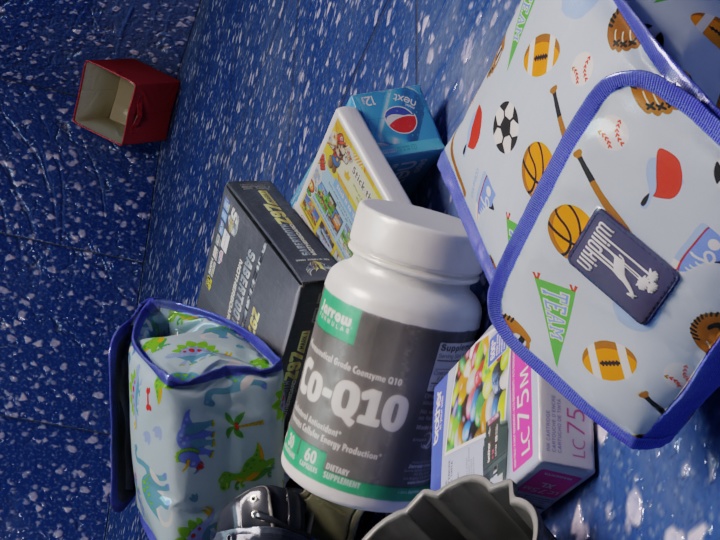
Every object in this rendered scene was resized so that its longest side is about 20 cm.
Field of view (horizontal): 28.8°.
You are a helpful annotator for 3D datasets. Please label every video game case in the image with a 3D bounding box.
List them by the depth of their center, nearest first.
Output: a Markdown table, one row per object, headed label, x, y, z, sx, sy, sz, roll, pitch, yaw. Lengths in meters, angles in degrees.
| label | x | y | z | sx | sy | sz | roll | pitch | yaw |
| --- | --- | --- | --- | --- | --- | --- | --- | --- | --- |
| video game case | 0.000 | 0.000 | 1.144 | 0.200 | 0.023 | 0.182 | 62 | 144 | 31 |

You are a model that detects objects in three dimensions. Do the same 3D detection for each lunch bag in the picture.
| label | x | y | z | sx | sy | sz | roll | pitch | yaw |
| --- | --- | --- | --- | --- | --- | --- | --- | --- | --- |
| lunch bag | 0.128 | -0.044 | 0.642 | 0.170 | 0.124 | 0.200 | 114 | 148 | -42 |
| lunch bag | -0.147 | 0.128 | 1.179 | 0.200 | 0.127 | 0.170 | -145 | 54 | -62 |

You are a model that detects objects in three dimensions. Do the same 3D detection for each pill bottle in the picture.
| label | x | y | z | sx | sy | sz | roll | pitch | yaw |
| --- | --- | --- | --- | --- | --- | --- | --- | --- | --- |
| pill bottle | 0.020 | 0.058 | 0.985 | 0.113 | 0.113 | 0.200 | -129 | 51 | -72 |

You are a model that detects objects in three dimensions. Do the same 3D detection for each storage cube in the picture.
| label | x | y | z | sx | sy | sz | roll | pitch | yaw |
| --- | --- | --- | --- | --- | --- | --- | --- | --- | --- |
| storage cube | -0.598 | -0.434 | 3.581 | 0.180 | 0.200 | 0.171 | -15 | -53 | -56 |

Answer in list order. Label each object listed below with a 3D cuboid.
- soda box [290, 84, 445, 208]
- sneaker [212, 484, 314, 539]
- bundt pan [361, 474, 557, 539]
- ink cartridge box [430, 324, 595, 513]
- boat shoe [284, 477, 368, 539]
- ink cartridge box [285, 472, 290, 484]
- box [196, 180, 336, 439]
| label | x | y | z | sx | sy | sz | roll | pitch | yaw |
| --- | --- | --- | --- | --- | --- | --- | --- | --- | --- |
| soda box | 0.002 | -0.083 | 1.234 | 0.064 | 0.068 | 0.200 | 70 | 155 | 18 |
| sneaker | -0.039 | 0.225 | 1.035 | 0.202 | 0.077 | 0.146 | -14 | 51 | 34 |
| bundt pan | 0.043 | 0.211 | 0.734 | 0.202 | 0.076 | 0.202 | -40 | 22 | 20 |
| ink cartridge box | 0.083 | 0.100 | 0.859 | 0.200 | 0.042 | 0.119 | 121 | 157 | -57 |
| boat shoe | -0.018 | 0.172 | 1.149 | 0.066 | 0.074 | 0.199 | -53 | -8 | -25 |
| ink cartridge box | -0.075 | 0.132 | 1.316 | 0.200 | 0.043 | 0.174 | 66 | 150 | 32 |
| box | -0.087 | 0.046 | 1.224 | 0.158 | 0.051 | 0.200 | 51 | 135 | 42 |
